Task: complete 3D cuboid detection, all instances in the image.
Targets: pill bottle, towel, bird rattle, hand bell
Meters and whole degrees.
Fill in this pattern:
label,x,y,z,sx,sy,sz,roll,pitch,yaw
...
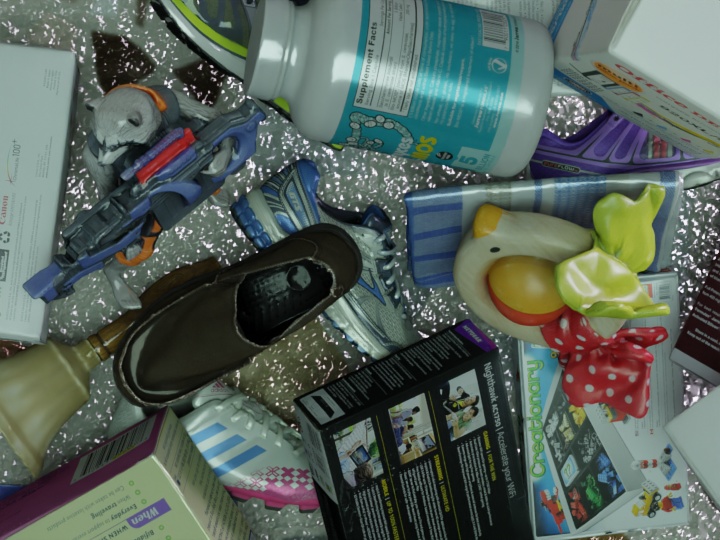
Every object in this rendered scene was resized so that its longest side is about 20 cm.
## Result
label,x,y,z,sx,sy,sz,roll,pitch,yaw
pill bottle,0.024,-0.134,1.419,0.199,0.111,0.112,11,102,-10
towel,0.131,-0.028,1.500,0.199,0.147,0.024,-4,66,0
bird rattle,0.146,0.012,1.474,0.162,0.200,0.113,18,65,8
hand bell,-0.185,0.052,1.524,0.200,0.104,0.104,-36,105,-8

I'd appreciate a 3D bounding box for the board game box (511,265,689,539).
label,x,y,z,sx,sy,sz,roll,pitch,yaw
board game box,0.182,0.102,1.586,0.125,0.035,0.201,-6,104,-4

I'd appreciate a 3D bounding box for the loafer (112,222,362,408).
label,x,y,z,sx,sy,sz,roll,pitch,yaw
loafer,-0.092,0.031,1.462,0.199,0.071,0.073,-34,95,9

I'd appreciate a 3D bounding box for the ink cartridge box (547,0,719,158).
label,x,y,z,sx,sy,sz,roll,pitch,yaw
ink cartridge box,0.228,-0.168,1.384,0.147,0.200,0.145,28,89,-9

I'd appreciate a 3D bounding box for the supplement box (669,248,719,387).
label,x,y,z,sx,sy,sz,roll,pitch,yaw
supplement box,0.310,-0.011,1.526,0.061,0.109,0.201,30,105,30

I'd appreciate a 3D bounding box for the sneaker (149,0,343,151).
label,x,y,z,sx,sy,sz,roll,pitch,yaw
sneaker,-0.073,-0.173,1.485,0.200,0.074,0.081,36,88,-18

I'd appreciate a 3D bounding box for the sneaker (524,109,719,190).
label,x,y,z,sx,sy,sz,roll,pitch,yaw
sneaker,0.216,-0.096,1.524,0.199,0.081,0.084,-12,93,-5

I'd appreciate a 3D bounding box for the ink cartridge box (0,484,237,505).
label,x,y,z,sx,sy,sz,roll,pitch,yaw
ink cartridge box,-0.194,0.267,1.586,0.196,0.047,0.201,2,106,-5

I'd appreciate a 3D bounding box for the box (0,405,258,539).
label,x,y,z,sx,sy,sz,roll,pitch,yaw
box,-0.162,0.233,1.499,0.175,0.097,0.201,-30,104,10

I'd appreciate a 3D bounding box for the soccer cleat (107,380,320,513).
label,x,y,z,sx,sy,sz,roll,pitch,yaw
soccer cleat,-0.087,0.125,1.547,0.199,0.070,0.087,9,103,-7

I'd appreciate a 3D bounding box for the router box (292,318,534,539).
label,x,y,z,sx,sy,sz,roll,pitch,yaw
router box,0.043,0.154,1.530,0.148,0.051,0.201,-23,124,-17

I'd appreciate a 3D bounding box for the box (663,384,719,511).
label,x,y,z,sx,sy,sz,roll,pitch,yaw
box,0.325,0.133,1.514,0.152,0.200,0.107,-37,64,4

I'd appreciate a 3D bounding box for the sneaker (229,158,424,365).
label,x,y,z,sx,sy,sz,roll,pitch,yaw
sneaker,0.000,0.000,1.525,0.085,0.077,0.200,-44,104,1

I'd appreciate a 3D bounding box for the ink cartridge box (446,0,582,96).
label,x,y,z,sx,sy,sz,roll,pitch,yaw
ink cartridge box,0.124,-0.205,1.500,0.199,0.050,0.162,-3,101,-7

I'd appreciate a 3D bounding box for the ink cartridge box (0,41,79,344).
label,x,y,z,sx,sy,sz,roll,pitch,yaw
ink cartridge box,-0.294,-0.059,1.449,0.174,0.084,0.201,8,85,-5

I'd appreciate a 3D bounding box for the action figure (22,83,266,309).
label,x,y,z,sx,sy,sz,roll,pitch,yaw
action figure,-0.164,-0.053,1.424,0.200,0.194,0.105,-37,66,-19
